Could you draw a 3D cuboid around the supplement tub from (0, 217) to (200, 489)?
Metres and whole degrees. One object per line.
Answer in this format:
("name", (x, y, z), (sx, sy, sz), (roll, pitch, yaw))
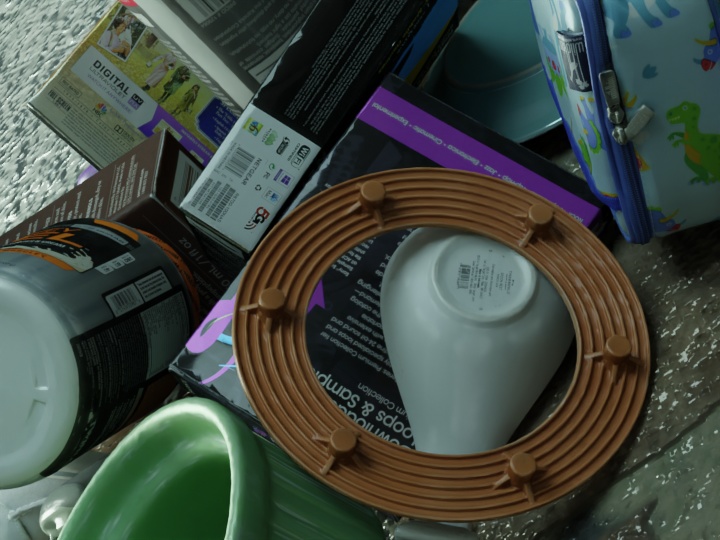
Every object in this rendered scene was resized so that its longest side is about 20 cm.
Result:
("supplement tub", (-0.168, 0.039, 1.400), (0.123, 0.123, 0.200), (-35, -1, 20))

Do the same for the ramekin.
("ramekin", (-0.073, 0.169, 1.187), (0.200, 0.098, 0.200), (-44, 31, 36))

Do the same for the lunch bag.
("lunch bag", (0.132, -0.114, 1.255), (0.082, 0.161, 0.200), (-16, 31, 2))

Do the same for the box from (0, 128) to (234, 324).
("box", (-0.165, 0.010, 1.561), (0.200, 0.100, 0.075), (-31, 31, 27))

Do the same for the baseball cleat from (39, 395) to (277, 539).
("baseball cleat", (-0.086, 0.092, 1.370), (0.200, 0.070, 0.107), (-16, 56, 27))

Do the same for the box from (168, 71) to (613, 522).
("box", (0.017, 0.011, 1.300), (0.143, 0.036, 0.200), (31, 73, 22))

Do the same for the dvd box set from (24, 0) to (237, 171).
("dvd box set", (-0.093, -0.131, 1.599), (0.200, 0.146, 0.029), (-51, 11, -7))

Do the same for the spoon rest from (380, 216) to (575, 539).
("spoon rest", (0.050, 0.056, 1.231), (0.061, 0.099, 0.200), (94, -173, -57))

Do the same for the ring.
("ring", (0.039, 0.028, 1.196), (0.019, 0.200, 0.200), (100, -170, -55))

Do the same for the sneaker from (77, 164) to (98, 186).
("sneaker", (-0.119, -0.122, 1.661), (0.200, 0.088, 0.080), (-47, -12, -9))

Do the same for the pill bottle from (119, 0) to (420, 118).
("pill bottle", (-0.056, -0.151, 1.515), (0.111, 0.200, 0.111), (-33, 31, 23))

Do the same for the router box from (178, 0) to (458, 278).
("router box", (-0.019, -0.088, 1.401), (0.200, 0.051, 0.149), (-56, -8, -7))

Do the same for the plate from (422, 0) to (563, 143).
("plate", (0.109, -0.143, 1.449), (0.200, 0.026, 0.200), (-32, 26, 18))

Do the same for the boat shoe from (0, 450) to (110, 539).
("boat shoe", (-0.203, 0.148, 1.473), (0.200, 0.072, 0.069), (-13, 63, 36))
